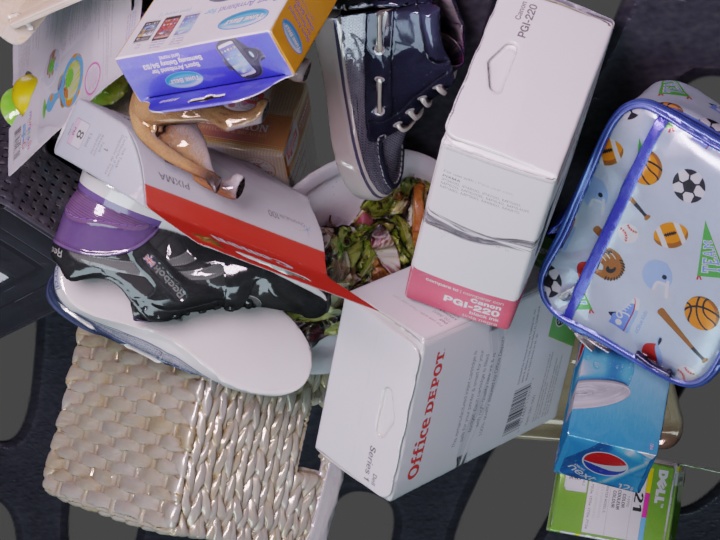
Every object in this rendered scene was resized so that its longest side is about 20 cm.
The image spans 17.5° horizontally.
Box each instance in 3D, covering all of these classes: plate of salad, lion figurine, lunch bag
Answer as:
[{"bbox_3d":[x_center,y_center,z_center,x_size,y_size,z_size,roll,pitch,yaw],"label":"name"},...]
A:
[{"bbox_3d":[0.000,0.000,1.759,0.200,0.048,0.200,-18,131,-22],"label":"plate of salad"},{"bbox_3d":[-0.105,-0.135,1.550,0.122,0.200,0.073,20,137,9],"label":"lion figurine"},{"bbox_3d":[0.213,-0.023,1.628,0.160,0.076,0.200,31,122,13],"label":"lunch bag"}]

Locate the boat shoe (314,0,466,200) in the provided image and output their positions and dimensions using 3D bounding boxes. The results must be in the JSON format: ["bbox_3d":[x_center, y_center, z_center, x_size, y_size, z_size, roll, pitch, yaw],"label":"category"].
[{"bbox_3d":[0.029,-0.123,1.624,0.093,0.075,0.200,5,140,17],"label":"boat shoe"}]

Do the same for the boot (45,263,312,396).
[{"bbox_3d":[-0.134,0.037,1.725,0.200,0.073,0.090,27,167,-10],"label":"boot"}]

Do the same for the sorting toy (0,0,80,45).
[{"bbox_3d":[-0.197,-0.261,1.505,0.200,0.107,0.180,-15,130,40],"label":"sorting toy"}]

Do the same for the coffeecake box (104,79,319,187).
[{"bbox_3d":[-0.113,-0.066,1.785,0.153,0.073,0.200,9,147,11],"label":"coffeecake box"}]

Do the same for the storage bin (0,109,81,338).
[{"bbox_3d":[-0.290,-0.034,1.892,0.135,0.094,0.200,34,143,-28],"label":"storage bin"}]

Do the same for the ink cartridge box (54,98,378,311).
[{"bbox_3d":[-0.089,-0.046,1.564,0.162,0.057,0.200,21,-177,-39],"label":"ink cartridge box"}]

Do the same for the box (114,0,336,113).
[{"bbox_3d":[-0.071,-0.174,1.479,0.119,0.200,0.042,-7,127,31],"label":"box"}]

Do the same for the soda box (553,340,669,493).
[{"bbox_3d":[0.195,0.057,1.723,0.068,0.200,0.064,14,148,2],"label":"soda box"}]

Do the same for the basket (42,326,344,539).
[{"bbox_3d":[-0.126,0.112,1.869,0.161,0.199,0.200,13,179,-40],"label":"basket"}]

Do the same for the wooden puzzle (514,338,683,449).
[{"bbox_3d":[0.162,0.065,1.903,0.185,0.046,0.200,3,141,19],"label":"wooden puzzle"}]

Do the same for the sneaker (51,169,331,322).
[{"bbox_3d":[-0.122,0.003,1.661,0.200,0.088,0.076,25,-173,-11],"label":"sneaker"}]

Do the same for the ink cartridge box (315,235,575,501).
[{"bbox_3d":[0.070,0.065,1.745,0.084,0.200,0.146,32,126,32],"label":"ink cartridge box"}]

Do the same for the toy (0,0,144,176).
[{"bbox_3d":[-0.189,-0.151,1.658,0.047,0.115,0.200,16,151,-33],"label":"toy"}]

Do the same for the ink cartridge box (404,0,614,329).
[{"bbox_3d":[0.100,-0.075,1.607,0.085,0.146,0.200,19,149,6],"label":"ink cartridge box"}]

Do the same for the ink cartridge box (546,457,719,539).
[{"bbox_3d":[0.266,0.198,1.976,0.200,0.076,0.148,10,177,11],"label":"ink cartridge box"}]
